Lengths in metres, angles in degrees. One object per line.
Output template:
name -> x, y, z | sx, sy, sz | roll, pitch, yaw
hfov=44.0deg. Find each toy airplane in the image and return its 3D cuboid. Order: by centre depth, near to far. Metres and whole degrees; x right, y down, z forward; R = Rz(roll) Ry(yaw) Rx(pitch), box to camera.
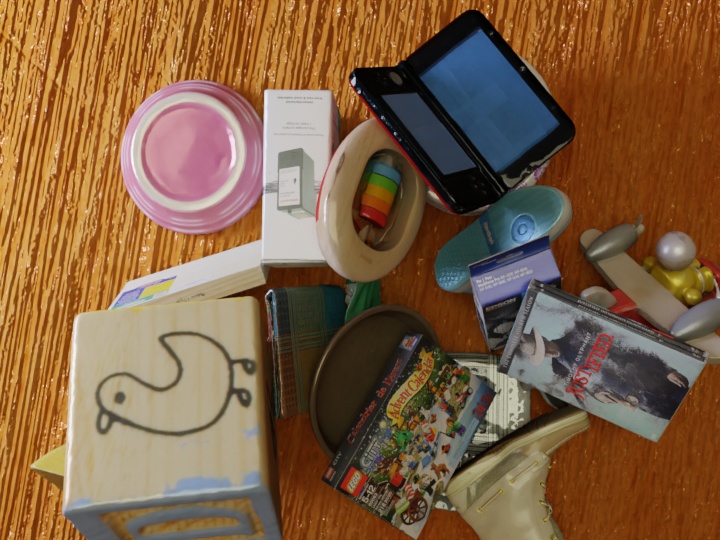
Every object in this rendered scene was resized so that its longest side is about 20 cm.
toy airplane -> 0.337, 0.019, 1.031 | 0.198, 0.199, 0.142 | 21, 123, 16

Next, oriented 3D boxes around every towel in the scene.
towel -> -0.058, 0.091, 1.061 | 0.021, 0.200, 0.149 | -6, 88, 22
towel -> 0.119, 0.204, 1.122 | 0.190, 0.035, 0.203 | 3, 89, 4

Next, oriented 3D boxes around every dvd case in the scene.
dvd case -> 0.262, 0.102, 0.991 | 0.198, 0.147, 0.022 | 25, 46, 13

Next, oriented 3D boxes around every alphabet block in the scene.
alphabet block -> -0.183, 0.166, 0.911 | 0.193, 0.197, 0.202 | -5, 59, -6

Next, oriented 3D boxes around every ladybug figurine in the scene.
ladybug figurine -> 0.008, -0.083, 1.007 | 0.135, 0.072, 0.202 | 33, 70, -33

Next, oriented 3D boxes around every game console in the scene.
game console -> 0.114, -0.182, 0.985 | 0.119, 0.172, 0.201 | -44, 77, 31

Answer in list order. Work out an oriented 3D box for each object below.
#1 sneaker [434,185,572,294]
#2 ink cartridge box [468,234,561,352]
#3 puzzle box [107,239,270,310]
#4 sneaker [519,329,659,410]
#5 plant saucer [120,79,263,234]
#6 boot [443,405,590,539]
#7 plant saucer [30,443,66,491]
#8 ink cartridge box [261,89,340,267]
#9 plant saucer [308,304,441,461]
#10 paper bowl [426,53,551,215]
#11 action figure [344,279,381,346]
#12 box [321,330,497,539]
sneaker -> 0.197, -0.028, 1.066 | 0.199, 0.130, 0.080 | -32, 55, 41
ink cartridge box -> 0.184, 0.033, 1.044 | 0.098, 0.200, 0.040 | -21, 62, 4
puzzle box -> -0.208, 0.016, 1.103 | 0.198, 0.133, 0.026 | -17, 107, 4
sneaker -> 0.284, 0.119, 1.106 | 0.197, 0.075, 0.117 | 0, 119, -15
plant saucer -> -0.217, -0.149, 1.150 | 0.198, 0.051, 0.203 | 0, 87, 4
boot -> 0.215, 0.267, 1.059 | 0.199, 0.072, 0.156 | -34, 82, 10
plant saucer -> -0.272, 0.261, 1.079 | 0.198, 0.200, 0.049 | 13, 65, 4
ink cartridge box -> -0.070, -0.105, 1.091 | 0.083, 0.146, 0.203 | 1, 89, 3
plant saucer -> 0.017, 0.137, 1.057 | 0.198, 0.029, 0.203 | -10, 107, -35
paper bowl -> 0.137, -0.169, 1.100 | 0.198, 0.104, 0.203 | 0, 87, 4
action figure -> 0.000, 0.000, 1.114 | 0.054, 0.118, 0.203 | 1, 79, 16
box -> 0.060, 0.193, 1.046 | 0.136, 0.038, 0.201 | 37, 77, -27
